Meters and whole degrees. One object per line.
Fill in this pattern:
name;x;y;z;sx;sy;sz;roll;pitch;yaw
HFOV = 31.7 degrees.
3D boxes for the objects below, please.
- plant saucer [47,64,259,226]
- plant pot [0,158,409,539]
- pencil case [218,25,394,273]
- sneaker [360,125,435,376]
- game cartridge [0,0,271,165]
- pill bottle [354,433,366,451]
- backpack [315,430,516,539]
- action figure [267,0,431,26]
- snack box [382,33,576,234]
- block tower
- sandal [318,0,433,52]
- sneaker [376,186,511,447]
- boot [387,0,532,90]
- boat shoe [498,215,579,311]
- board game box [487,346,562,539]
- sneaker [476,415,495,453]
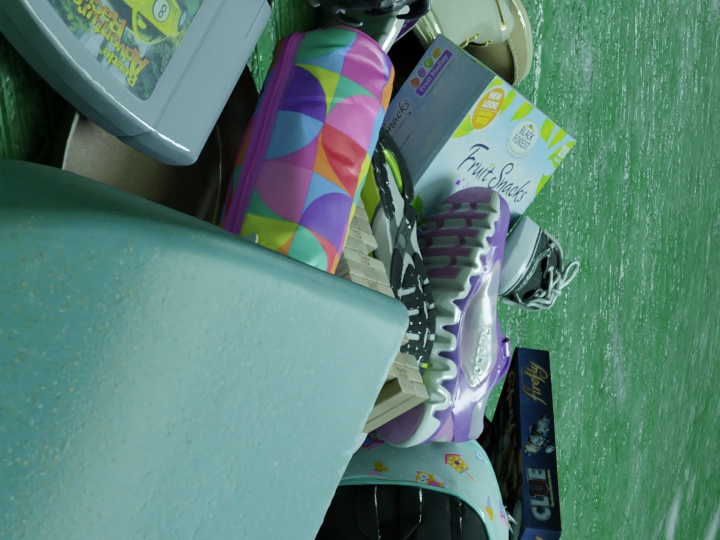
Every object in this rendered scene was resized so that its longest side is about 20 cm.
plant saucer;-0.123;-0.051;0.760;0.200;0.034;0.202;-27;122;-55
plant pot;-0.137;0.048;0.586;0.199;0.196;0.197;29;85;-43
pencil case;-0.040;-0.053;0.772;0.089;0.088;0.202;54;46;-54
sneaker;0.000;0.000;0.897;0.074;0.080;0.202;24;55;-56
game cartridge;-0.130;-0.154;0.663;0.200;0.041;0.134;49;57;-40
pill bottle;-0.074;0.104;0.820;0.199;0.111;0.113;-7;105;-61
backpack;0.034;0.209;0.997;0.154;0.174;0.201;-72;157;-51
action figure;-0.010;-0.195;0.748;0.119;0.198;0.103;-41;124;-45
snack box;0.073;-0.077;1.019;0.169;0.068;0.200;-53;155;9
block tower;-0.018;0.001;0.834;0.054;0.058;0.201;21;44;-56
sandal;0.027;-0.201;0.912;0.050;0.082;0.204;32;81;-36
sneaker;0.076;0.040;0.943;0.088;0.080;0.202;20;82;-33
boot;0.073;-0.192;1.043;0.155;0.071;0.201;-62;142;-31
boat shoe;0.148;0.001;1.110;0.074;0.068;0.199;-54;176;4
board game box;0.142;0.188;1.134;0.201;0.034;0.136;-85;-176;-47
sneaker;0.087;0.098;1.168;0.112;0.071;0.202;31;71;-64
